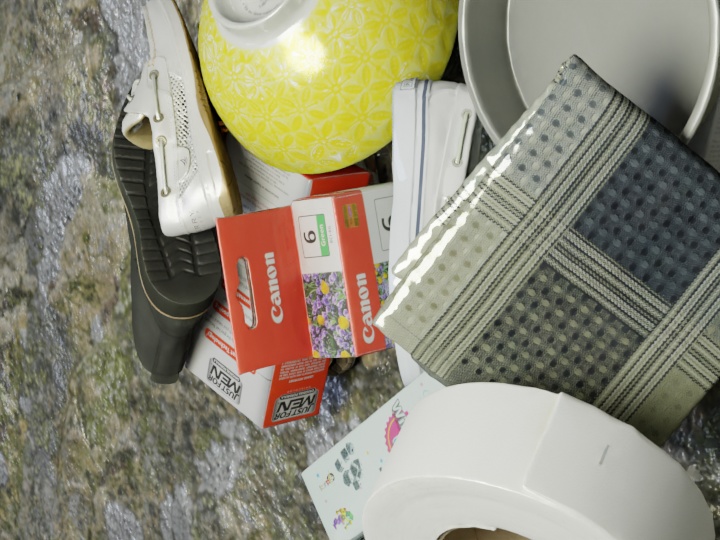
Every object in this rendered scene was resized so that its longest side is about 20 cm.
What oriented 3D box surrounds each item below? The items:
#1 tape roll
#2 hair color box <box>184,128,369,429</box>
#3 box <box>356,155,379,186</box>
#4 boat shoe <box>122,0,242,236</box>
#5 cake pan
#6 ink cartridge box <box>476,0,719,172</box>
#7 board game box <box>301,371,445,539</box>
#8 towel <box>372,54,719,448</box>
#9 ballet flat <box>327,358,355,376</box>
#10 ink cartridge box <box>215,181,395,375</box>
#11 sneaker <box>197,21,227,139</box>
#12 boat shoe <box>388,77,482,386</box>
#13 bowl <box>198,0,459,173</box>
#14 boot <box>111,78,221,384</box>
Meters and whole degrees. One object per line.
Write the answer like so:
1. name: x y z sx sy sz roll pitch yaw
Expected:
1. tape roll: 0.104 0.154 1.084 0.201 0.071 0.203 20 146 14
2. hair color box: -0.064 0.002 1.363 0.101 0.061 0.202 34 121 39
3. box: -0.016 -0.086 1.365 0.041 0.038 0.202 -7 93 47
4. boat shoe: -0.140 -0.114 1.322 0.071 0.069 0.201 67 -174 -58
5. cake pan: 0.143 -0.146 1.118 0.199 0.037 0.203 12 106 44
6. ink cartridge box: 0.162 -0.159 1.153 0.199 0.040 0.202 29 118 39
7. board game box: 0.076 0.106 1.228 0.200 0.147 0.065 -43 66 43
8. towel: 0.132 0.009 1.080 0.192 0.035 0.201 37 101 -10
9. ballet flat: -0.080 0.034 1.457 0.199 0.046 0.068 27 119 41
10. ink cartridge box: 0.000 0.000 1.247 0.050 0.199 0.110 -4 96 48
11. sneaker: -0.087 -0.114 1.410 0.078 0.077 0.202 6 104 45
12. boat shoe: 0.054 -0.024 1.197 0.066 0.074 0.202 -1 94 9
13. bowl: -0.043 -0.179 1.262 0.199 0.107 0.202 -14 63 30
14. boot: -0.155 -0.028 1.390 0.139 0.077 0.202 112 157 -56
